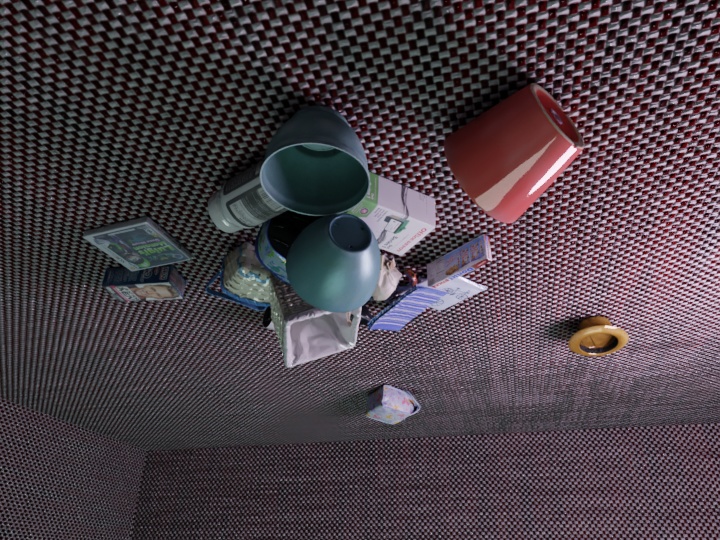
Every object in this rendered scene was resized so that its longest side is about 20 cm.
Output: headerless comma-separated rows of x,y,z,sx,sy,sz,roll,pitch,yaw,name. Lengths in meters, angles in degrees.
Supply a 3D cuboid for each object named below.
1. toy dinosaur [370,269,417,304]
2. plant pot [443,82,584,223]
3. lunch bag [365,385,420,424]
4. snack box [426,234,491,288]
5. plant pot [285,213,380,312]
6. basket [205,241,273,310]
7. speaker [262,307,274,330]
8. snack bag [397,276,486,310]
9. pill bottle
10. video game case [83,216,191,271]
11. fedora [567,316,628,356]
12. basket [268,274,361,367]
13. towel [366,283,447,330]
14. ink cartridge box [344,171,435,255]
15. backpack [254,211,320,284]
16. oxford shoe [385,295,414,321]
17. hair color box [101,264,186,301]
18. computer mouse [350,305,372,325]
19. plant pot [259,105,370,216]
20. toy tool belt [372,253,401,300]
0.064,0.037,1.514,0.179,0.107,0.200,-4,-175,-9,toy dinosaur
0.278,-0.215,0.947,0.199,0.202,0.177,23,133,-33,plant pot
0.145,0.609,2.405,0.198,0.128,0.170,23,142,-17,lunch bag
0.250,-0.019,1.377,0.024,0.073,0.199,24,143,-32,snack box
-0.040,-0.036,1.075,0.197,0.202,0.135,10,145,-16,plant pot
-0.289,0.029,1.400,0.175,0.140,0.200,22,132,-30,basket
-0.208,0.168,1.702,0.198,0.082,0.081,20,145,-29,speaker
0.235,0.055,1.556,0.187,0.022,0.199,22,144,-33,snack bag
-0.219,-0.156,1.116,0.198,0.114,0.113,-19,144,32,pill bottle
-0.569,-0.063,1.374,0.197,0.024,0.182,-10,148,18,video game case
0.768,0.206,1.740,0.198,0.083,0.202,3,145,2,fedora
-0.117,0.105,1.339,0.198,0.162,0.199,-13,142,-18,basket
0.126,0.107,1.445,0.144,0.024,0.200,11,137,-46,towel
0.050,-0.124,1.190,0.198,0.085,0.146,18,147,-23,ink cartridge box
-0.138,-0.054,1.222,0.198,0.185,0.147,27,145,-20,backpack
0.107,0.115,1.580,0.083,0.074,0.200,7,168,18,oxford shoe
-0.609,0.037,1.510,0.197,0.061,0.100,-4,150,7,hair color box
-0.049,0.111,1.632,0.198,0.053,0.138,21,155,-15,computer mouse
-0.080,-0.214,0.991,0.197,0.136,0.201,1,149,0,plant pot
0.000,0.000,1.391,0.198,0.126,0.123,-2,135,37,toy tool belt
